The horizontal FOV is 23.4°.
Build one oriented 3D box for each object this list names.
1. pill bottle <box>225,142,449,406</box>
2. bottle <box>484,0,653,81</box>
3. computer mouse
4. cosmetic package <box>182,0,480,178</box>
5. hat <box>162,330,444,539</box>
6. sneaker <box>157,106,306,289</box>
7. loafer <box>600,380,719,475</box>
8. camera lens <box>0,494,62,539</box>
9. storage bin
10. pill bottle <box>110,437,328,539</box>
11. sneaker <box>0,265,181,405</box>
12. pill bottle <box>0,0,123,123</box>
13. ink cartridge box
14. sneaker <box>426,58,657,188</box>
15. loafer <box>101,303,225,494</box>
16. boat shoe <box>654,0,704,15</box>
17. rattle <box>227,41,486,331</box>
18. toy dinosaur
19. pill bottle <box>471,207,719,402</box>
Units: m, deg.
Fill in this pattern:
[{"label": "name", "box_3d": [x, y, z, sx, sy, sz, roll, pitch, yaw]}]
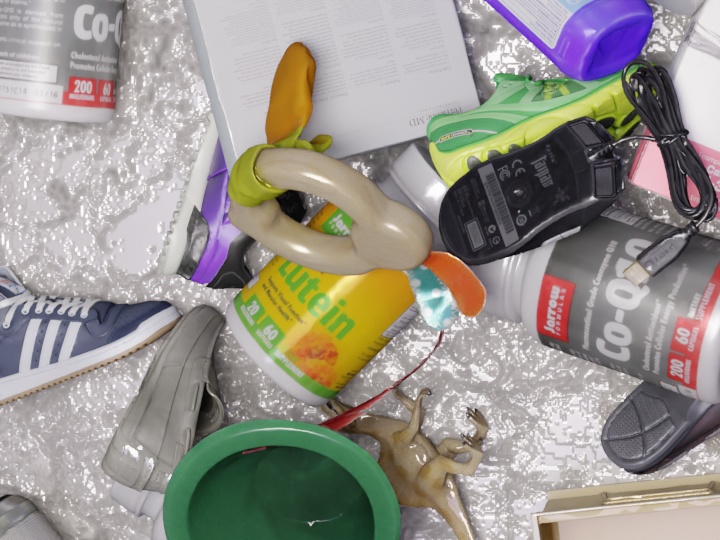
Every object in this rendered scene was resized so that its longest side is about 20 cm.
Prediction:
[{"label": "pill bottle", "box_3d": [0.000, 0.000, 1.349, 0.111, 0.111, 0.200, 46, 101, 4]}, {"label": "bottle", "box_3d": [0.127, -0.224, 1.301, 0.200, 0.083, 0.065, 48, 140, 28]}, {"label": "computer mouse", "box_3d": [0.157, -0.040, 1.217, 0.200, 0.046, 0.141, -34, 64, 21]}, {"label": "cosmetic package", "box_3d": [-0.020, -0.161, 1.334, 0.199, 0.052, 0.152, -15, 90, -13]}, {"label": "hat", "box_3d": [-0.038, 0.150, 1.336, 0.199, 0.176, 0.166, 1, 113, 5]}, {"label": "sneaker", "box_3d": [-0.085, -0.077, 1.385, 0.099, 0.070, 0.201, 20, 94, -7]}, {"label": "loafer", "box_3d": [0.273, 0.085, 1.341, 0.200, 0.063, 0.072, -40, 57, 7]}, {"label": "camera lens", "box_3d": [-0.281, 0.294, 1.400, 0.160, 0.160, 0.200, -40, 87, 11]}, {"label": "storage bin", "box_3d": [0.244, 0.266, 1.336, 0.198, 0.094, 0.201, -7, 93, 11]}, {"label": "pill bottle", "box_3d": [-0.095, 0.203, 1.383, 0.200, 0.111, 0.111, 34, 100, 6]}, {"label": "sneaker", "box_3d": [-0.251, 0.036, 1.419, 0.199, 0.070, 0.109, -21, 93, 14]}, {"label": "pill bottle", "box_3d": [-0.242, -0.221, 1.373, 0.113, 0.114, 0.201, 7, 96, 10]}, {"label": "ink cartridge box", "box_3d": [0.269, -0.144, 1.269, 0.082, 0.147, 0.201, 23, 99, 6]}, {"label": "sneaker", "box_3d": [0.139, -0.124, 1.306, 0.199, 0.074, 0.084, -21, 58, -20]}, {"label": "loafer", "box_3d": [-0.138, 0.101, 1.350, 0.070, 0.200, 0.070, 27, 129, -4]}, {"label": "boat shoe", "box_3d": [0.212, -0.238, 1.255, 0.066, 0.200, 0.072, -45, 108, 5]}, {"label": "rattle", "box_3d": [0.012, -0.058, 1.266, 0.199, 0.143, 0.131, 18, 133, 4]}, {"label": "toy dinosaur", "box_3d": [0.059, 0.158, 1.390, 0.200, 0.058, 0.101, 48, 116, 11]}, {"label": "pill bottle", "box_3d": [0.190, 0.014, 1.288, 0.199, 0.114, 0.114, 19, 98, 25]}]
